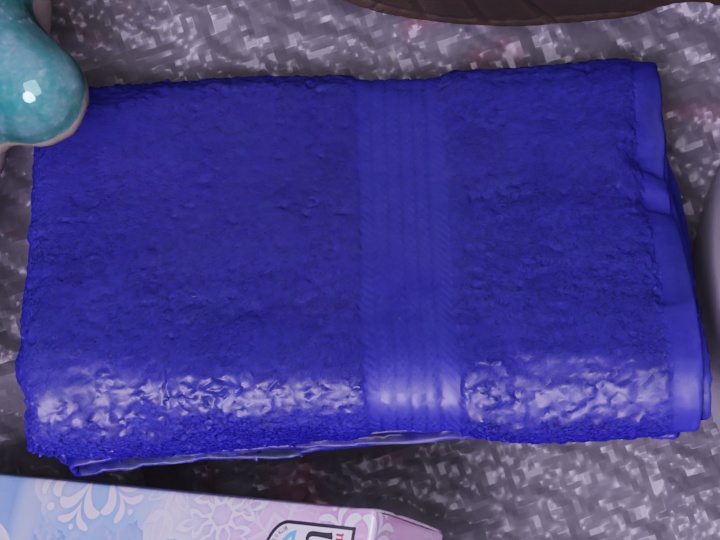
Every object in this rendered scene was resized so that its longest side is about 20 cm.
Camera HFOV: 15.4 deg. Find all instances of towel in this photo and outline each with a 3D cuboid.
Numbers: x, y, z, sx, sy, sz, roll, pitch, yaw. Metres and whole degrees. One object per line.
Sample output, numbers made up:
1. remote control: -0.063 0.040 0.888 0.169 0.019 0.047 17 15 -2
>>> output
1. towel: 0.000 0.000 0.801 0.199 0.050 0.148 -2 45 0

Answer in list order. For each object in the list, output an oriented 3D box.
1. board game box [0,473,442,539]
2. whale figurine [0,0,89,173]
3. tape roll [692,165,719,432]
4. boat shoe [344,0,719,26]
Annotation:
1. board game box: -0.085 0.160 0.759 0.198 0.043 0.201 2 77 31
2. whale figurine: -0.159 -0.043 0.778 0.158 0.104 0.201 -9 67 15
3. tape roll: 0.203 0.006 0.778 0.202 0.139 0.204 0 86 0
4. boat shoe: 0.077 -0.122 0.830 0.199 0.072 0.076 0 72 -7
